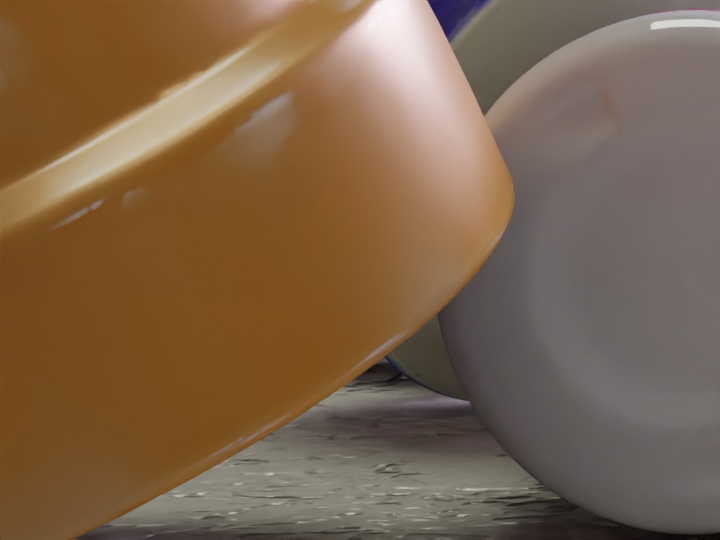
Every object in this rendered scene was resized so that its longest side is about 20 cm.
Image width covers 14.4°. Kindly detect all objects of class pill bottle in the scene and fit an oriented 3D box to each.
[{"bbox_3d":[0.095,-0.006,0.696,0.113,0.114,0.200,-1,4,17],"label":"pill bottle"}]

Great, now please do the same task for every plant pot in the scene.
[{"bbox_3d":[-0.096,-0.056,0.560,0.200,0.183,0.200,-23,14,6],"label":"plant pot"}]

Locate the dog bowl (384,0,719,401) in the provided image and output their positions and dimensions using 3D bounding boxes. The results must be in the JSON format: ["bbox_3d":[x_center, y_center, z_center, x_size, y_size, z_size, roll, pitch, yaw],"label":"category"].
[{"bbox_3d":[0.067,-0.058,0.831,0.200,0.200,0.079,-5,43,-34],"label":"dog bowl"}]
